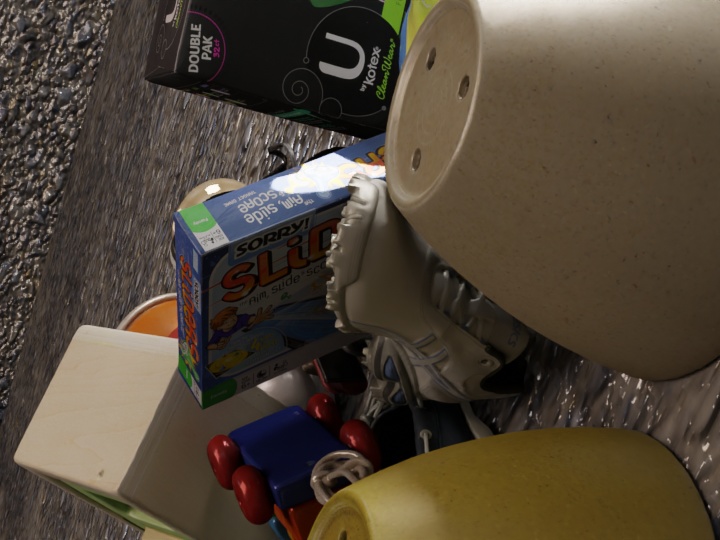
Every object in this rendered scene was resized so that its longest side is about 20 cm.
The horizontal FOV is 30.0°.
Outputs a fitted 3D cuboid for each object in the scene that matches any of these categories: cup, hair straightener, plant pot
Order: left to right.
[{"bbox_3d":[-0.026,-0.018,0.890,0.077,0.040,0.202,-60,38,38],"label":"hair straightener"},{"bbox_3d":[0.050,0.162,0.615,0.200,0.140,0.203,-167,90,-69],"label":"plant pot"},{"bbox_3d":[0.094,-0.061,0.627,0.200,0.141,0.203,-167,90,-71],"label":"cup"}]

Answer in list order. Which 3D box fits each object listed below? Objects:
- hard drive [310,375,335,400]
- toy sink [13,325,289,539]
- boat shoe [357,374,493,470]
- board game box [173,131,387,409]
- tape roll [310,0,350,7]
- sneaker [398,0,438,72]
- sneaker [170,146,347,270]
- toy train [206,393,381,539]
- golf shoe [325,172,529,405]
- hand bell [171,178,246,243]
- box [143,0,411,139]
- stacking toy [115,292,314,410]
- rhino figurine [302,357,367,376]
[{"bbox_3d":[-0.053,0.139,1.079,0.132,0.026,0.202,123,153,-43],"label":"hard drive"},{"bbox_3d":[-0.109,0.137,0.911,0.129,0.200,0.113,5,64,46],"label":"toy sink"},{"bbox_3d":[0.030,0.103,0.819,0.200,0.061,0.076,-121,42,-64],"label":"boat shoe"},{"bbox_3d":[-0.010,-0.010,0.762,0.035,0.198,0.136,51,153,32],"label":"board game box"},{"bbox_3d":[0.048,-0.227,0.806,0.049,0.199,0.200,60,169,-17],"label":"tape roll"},{"bbox_3d":[0.059,-0.121,0.893,0.105,0.075,0.203,110,169,-80],"label":"sneaker"},{"bbox_3d":[-0.073,-0.012,1.032,0.084,0.199,0.122,44,137,21],"label":"sneaker"},{"bbox_3d":[-0.017,0.152,0.761,0.200,0.084,0.117,-158,49,-70],"label":"toy train"},{"bbox_3d":[0.041,0.013,0.703,0.200,0.096,0.079,61,-139,-62],"label":"golf shoe"},{"bbox_3d":[-0.084,-0.019,1.211,0.199,0.103,0.106,19,96,57],"label":"hand bell"},{"bbox_3d":[-0.041,-0.187,0.985,0.124,0.197,0.151,-165,88,-70],"label":"box"},{"bbox_3d":[-0.105,0.088,1.067,0.199,0.145,0.148,-5,72,53],"label":"stacking toy"},{"bbox_3d":[0.000,0.000,0.938,0.200,0.059,0.089,118,157,-61],"label":"rhino figurine"}]
